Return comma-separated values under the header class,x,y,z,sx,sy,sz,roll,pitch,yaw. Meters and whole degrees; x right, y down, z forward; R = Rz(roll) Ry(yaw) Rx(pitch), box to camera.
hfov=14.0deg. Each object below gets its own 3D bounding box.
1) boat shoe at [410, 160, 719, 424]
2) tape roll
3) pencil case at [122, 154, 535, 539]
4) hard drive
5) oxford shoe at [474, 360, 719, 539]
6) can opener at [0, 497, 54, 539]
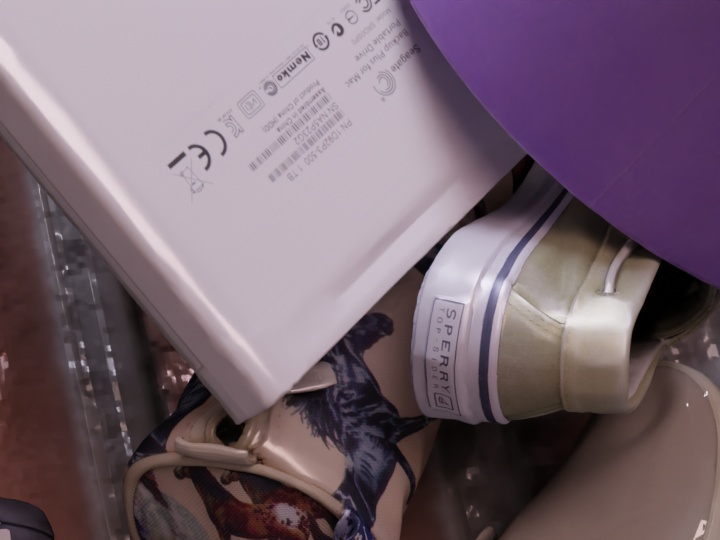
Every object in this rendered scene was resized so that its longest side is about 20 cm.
class,x,y,z,sx,sy,sz,roll,pitch,yaw
boat shoe,0.073,0.001,0.842,0.062,0.072,0.200,12,24,18
tape roll,0.107,-0.090,0.834,0.199,0.085,0.201,29,35,-22
pencil case,0.000,0.000,0.845,0.077,0.090,0.201,18,59,7
hard drive,-0.052,-0.077,0.778,0.200,0.026,0.132,51,53,-6
oxford shoe,0.041,0.105,0.796,0.058,0.075,0.200,43,70,-29
can opener,-0.177,0.065,0.769,0.199,0.063,0.079,15,61,-11
